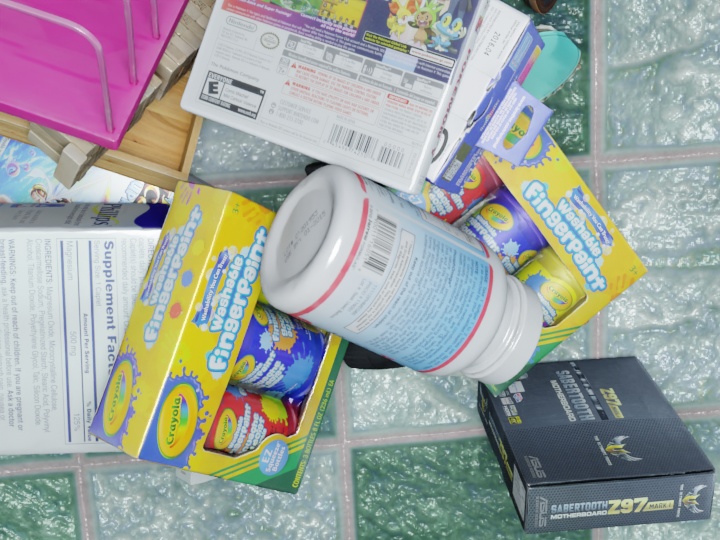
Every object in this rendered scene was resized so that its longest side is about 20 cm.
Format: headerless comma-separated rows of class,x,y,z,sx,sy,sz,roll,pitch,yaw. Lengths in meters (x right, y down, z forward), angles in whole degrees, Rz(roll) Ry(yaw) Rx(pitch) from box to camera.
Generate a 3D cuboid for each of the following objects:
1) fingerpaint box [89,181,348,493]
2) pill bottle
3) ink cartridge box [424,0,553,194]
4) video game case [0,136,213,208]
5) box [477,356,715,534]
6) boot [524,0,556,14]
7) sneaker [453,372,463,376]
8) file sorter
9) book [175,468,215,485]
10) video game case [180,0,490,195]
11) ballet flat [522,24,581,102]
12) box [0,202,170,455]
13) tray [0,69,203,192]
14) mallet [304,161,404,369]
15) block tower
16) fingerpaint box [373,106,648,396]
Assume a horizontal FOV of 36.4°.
fingerpaint box,-0.093,0.056,0.850,0.166,0.073,0.202,25,82,-44
pill bottle,0.035,0.011,0.798,0.199,0.109,0.109,26,99,-29
ink cartridge box,0.044,-0.150,0.817,0.199,0.076,0.137,34,98,19
video game case,-0.254,-0.032,0.953,0.180,0.045,0.201,30,97,-12
box,0.197,0.145,0.955,0.156,0.200,0.051,-3,114,-4
boot,0.115,-0.314,0.925,0.075,0.096,0.201,-44,134,-32
sneaker,0.056,-0.001,0.983,0.072,0.072,0.201,-38,103,-26
file sorter,-0.207,-0.221,0.795,0.138,0.126,0.201,18,62,0
book,-0.102,0.071,0.954,0.133,0.048,0.202,-12,110,-44
video game case,-0.017,-0.172,0.790,0.199,0.023,0.184,22,95,20
ballet flat,0.094,-0.151,0.950,0.199,0.072,0.072,-31,103,-1
box,-0.252,0.044,0.892,0.198,0.105,0.186,0,103,-7
tray,-0.230,-0.142,0.901,0.198,0.037,0.100,18,68,-16
mallet,0.000,0.000,0.956,0.065,0.041,0.202,3,120,31
block tower,-0.183,-0.157,0.875,0.058,0.054,0.200,40,62,-6
fingerpaint box,0.110,-0.028,0.907,0.166,0.073,0.200,-39,104,0
